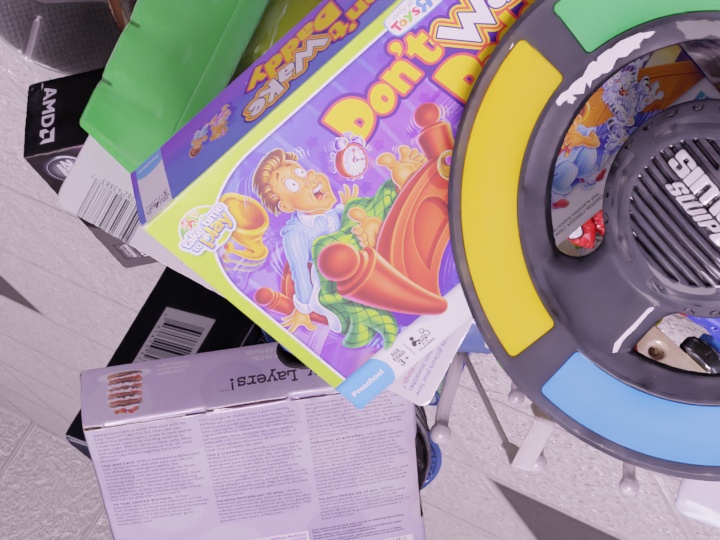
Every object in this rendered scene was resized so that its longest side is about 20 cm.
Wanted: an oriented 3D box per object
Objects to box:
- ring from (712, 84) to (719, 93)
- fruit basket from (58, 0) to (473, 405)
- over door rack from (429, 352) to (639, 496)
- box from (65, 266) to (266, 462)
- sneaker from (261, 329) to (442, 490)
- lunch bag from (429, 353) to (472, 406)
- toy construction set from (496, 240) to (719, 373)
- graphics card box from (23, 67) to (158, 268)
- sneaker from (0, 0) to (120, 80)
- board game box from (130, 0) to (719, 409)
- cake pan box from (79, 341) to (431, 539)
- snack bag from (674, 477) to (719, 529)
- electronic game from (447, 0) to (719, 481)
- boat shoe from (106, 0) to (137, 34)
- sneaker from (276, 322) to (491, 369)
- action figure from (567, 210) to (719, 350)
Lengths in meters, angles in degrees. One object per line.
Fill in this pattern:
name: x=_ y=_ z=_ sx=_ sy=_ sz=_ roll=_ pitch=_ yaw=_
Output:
ring: x=0.211 y=-0.023 z=0.778 sx=0.200 sy=0.019 sz=0.200 roll=28 pitch=164 yaw=9
fruit basket: x=-0.014 y=-0.066 z=0.805 sx=0.200 sy=0.186 sz=0.094 roll=27 pitch=-171 yaw=4
over door rack: x=0.125 y=0.101 z=1.081 sx=0.147 sy=0.067 sz=0.200 roll=16 pitch=-171 yaw=-18
box: x=-0.075 y=0.110 z=1.216 sx=0.107 sy=0.149 sz=0.200 roll=12 pitch=155 yaw=41
sneaker: x=-0.016 y=0.056 z=1.125 sx=0.200 sy=0.070 sz=0.078 roll=62 pitch=175 yaw=-33
lunch bag: x=-0.004 y=0.012 z=1.204 sx=0.160 sy=0.076 sz=0.200 roll=19 pitch=160 yaw=32
toy construction set: x=0.145 y=0.047 z=0.981 sx=0.200 sy=0.092 sz=0.131 roll=29 pitch=163 yaw=9
graphics card box: x=-0.058 y=-0.065 z=0.920 sx=0.200 sy=0.051 sz=0.126 roll=-9 pitch=150 yaw=15
sneaker: x=-0.162 y=-0.130 z=1.074 sx=0.200 sy=0.071 sz=0.080 roll=37 pitch=167 yaw=-20
board game box: x=0.027 y=-0.053 z=0.714 sx=0.134 sy=0.200 sz=0.045 roll=41 pitch=-165 yaw=-32
cake pan box: x=-0.055 y=0.121 z=1.067 sx=0.200 sy=0.052 sz=0.184 roll=-9 pitch=138 yaw=-1
snack bag: x=0.227 y=0.042 z=0.647 sx=0.188 sy=0.200 sz=0.021 roll=27 pitch=-168 yaw=17
electronic game: x=0.127 y=-0.022 z=0.645 sx=0.200 sy=0.200 sz=0.042 roll=27 pitch=-164 yaw=17
boat shoe: x=-0.089 y=-0.110 z=0.988 sx=0.074 sy=0.076 sz=0.200 roll=25 pitch=163 yaw=36
sneaker: x=0.000 y=0.000 z=0.982 sx=0.115 sy=0.081 sz=0.199 roll=-7 pitch=-166 yaw=-6
action figure: x=0.163 y=0.043 z=0.876 sx=0.200 sy=0.099 sz=0.065 roll=38 pitch=176 yaw=-1
